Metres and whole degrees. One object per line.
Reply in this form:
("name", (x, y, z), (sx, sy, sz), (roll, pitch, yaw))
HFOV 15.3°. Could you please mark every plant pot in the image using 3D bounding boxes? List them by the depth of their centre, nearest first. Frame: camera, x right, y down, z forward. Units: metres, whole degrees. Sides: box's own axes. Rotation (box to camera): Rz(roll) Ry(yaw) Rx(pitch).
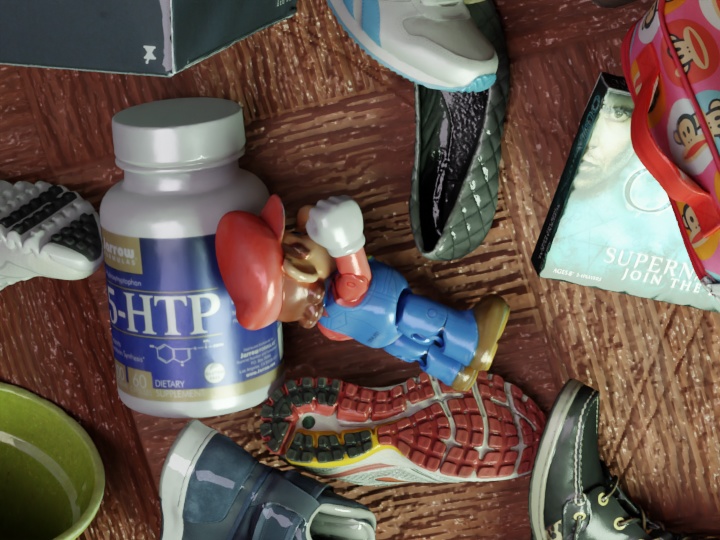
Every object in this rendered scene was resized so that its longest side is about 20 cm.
("plant pot", (-0.299, 0.211, 1.961), (0.199, 0.200, 0.185), (25, 126, 14))

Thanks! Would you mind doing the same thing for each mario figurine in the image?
("mario figurine", (0.000, 0.000, 1.773), (0.199, 0.106, 0.124), (22, 118, -10))

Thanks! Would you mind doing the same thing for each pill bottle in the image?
("pill bottle", (-0.117, -0.011, 1.837), (0.119, 0.120, 0.201), (2, 107, 22))

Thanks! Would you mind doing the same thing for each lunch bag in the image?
("lunch bag", (0.240, -0.080, 1.587), (0.082, 0.175, 0.201), (-48, 55, 59))

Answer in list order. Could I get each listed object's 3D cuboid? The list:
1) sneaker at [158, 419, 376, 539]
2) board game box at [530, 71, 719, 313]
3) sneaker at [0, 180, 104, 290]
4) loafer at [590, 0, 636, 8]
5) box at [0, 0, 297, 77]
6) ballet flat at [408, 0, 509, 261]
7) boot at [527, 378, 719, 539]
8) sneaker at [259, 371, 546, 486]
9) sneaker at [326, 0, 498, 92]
("sneaker", (-0.065, 0.192, 1.866), (0.145, 0.077, 0.203), (23, 155, 10))
("board game box", (0.221, -0.041, 1.679), (0.199, 0.028, 0.136), (10, 116, -16))
("sneaker", (-0.253, -0.021, 1.909), (0.199, 0.075, 0.082), (17, 124, 39))
("loafer", (0.172, -0.203, 1.689), (0.199, 0.073, 0.071), (12, 122, 24))
("box", (-0.169, -0.210, 1.750), (0.199, 0.198, 0.124), (5, 109, 20))
("ballet flat", (0.062, -0.104, 1.765), (0.066, 0.057, 0.202), (4, 105, 24))
("boot", (0.189, 0.176, 1.795), (0.150, 0.073, 0.201), (12, 115, 20))
("sneaker", (0.034, 0.110, 1.846), (0.198, 0.082, 0.078), (4, 73, 8))
("sneaker", (0.023, -0.195, 1.711), (0.200, 0.076, 0.081), (51, 125, 20))
